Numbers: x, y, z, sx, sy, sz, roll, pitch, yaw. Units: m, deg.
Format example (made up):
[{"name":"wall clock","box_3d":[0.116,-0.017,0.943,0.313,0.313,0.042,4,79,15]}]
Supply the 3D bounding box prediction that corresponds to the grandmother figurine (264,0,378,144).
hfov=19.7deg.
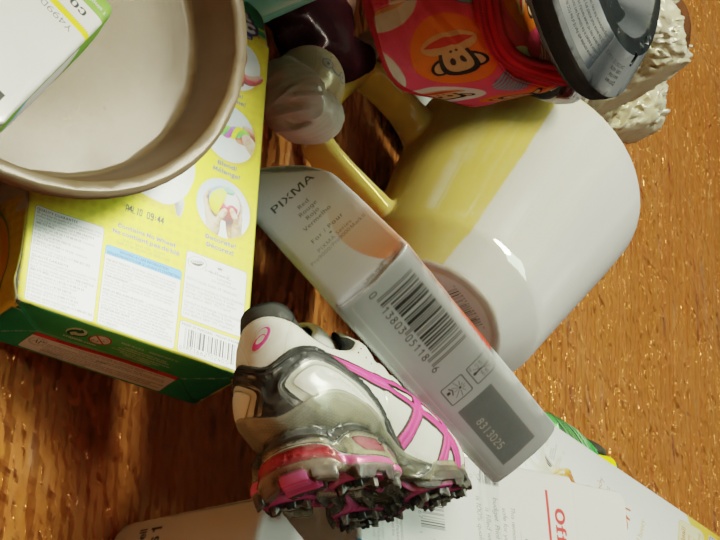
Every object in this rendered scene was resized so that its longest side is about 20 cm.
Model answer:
[{"name":"grandmother figurine","box_3d":[-0.026,-0.153,1.170,0.121,0.061,0.201,28,46,-27]}]

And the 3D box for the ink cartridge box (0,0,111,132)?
[{"name":"ink cartridge box","box_3d":[-0.196,-0.081,0.723,0.148,0.076,0.200,45,34,-11]}]

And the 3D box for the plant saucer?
[{"name":"plant saucer","box_3d":[-0.139,-0.120,0.884,0.200,0.029,0.201,17,60,-32]}]

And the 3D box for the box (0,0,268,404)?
[{"name":"box","box_3d":[-0.103,-0.052,0.929,0.117,0.048,0.201,21,59,-30]}]

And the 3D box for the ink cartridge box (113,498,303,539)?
[{"name":"ink cartridge box","box_3d":[-0.040,0.220,0.921,0.200,0.084,0.145,55,33,-34]}]

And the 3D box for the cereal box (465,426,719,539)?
[{"name":"cereal box","box_3d":[0.121,0.172,1.211,0.200,0.040,0.144,34,49,-18]}]

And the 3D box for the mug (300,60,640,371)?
[{"name":"mug","box_3d":[0.053,-0.019,1.211,0.153,0.186,0.150,-55,158,-47]}]

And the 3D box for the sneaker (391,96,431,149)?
[{"name":"sneaker","box_3d":[0.101,-0.089,1.324,0.201,0.115,0.076,49,36,-42]}]

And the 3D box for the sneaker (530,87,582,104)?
[{"name":"sneaker","box_3d":[0.055,-0.172,1.208,0.113,0.076,0.200,2,37,-29]}]

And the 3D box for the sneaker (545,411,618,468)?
[{"name":"sneaker","box_3d":[0.117,0.179,1.284,0.085,0.078,0.201,40,34,-40]}]

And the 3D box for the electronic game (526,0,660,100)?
[{"name":"electronic game","box_3d":[0.102,-0.180,0.973,0.200,0.041,0.201,-6,90,-69]}]

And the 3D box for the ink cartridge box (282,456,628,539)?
[{"name":"ink cartridge box","box_3d":[0.053,0.163,1.087,0.200,0.067,0.116,16,61,-38]}]

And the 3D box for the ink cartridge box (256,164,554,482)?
[{"name":"ink cartridge box","box_3d":[0.000,0.000,1.031,0.162,0.050,0.200,49,1,-42]}]

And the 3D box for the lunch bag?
[{"name":"lunch bag","box_3d":[0.055,-0.181,1.025,0.176,0.082,0.201,2,78,-67]}]

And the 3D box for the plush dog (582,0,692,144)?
[{"name":"plush dog","box_3d":[0.125,-0.172,1.431,0.200,0.160,0.172,85,-17,-75]}]

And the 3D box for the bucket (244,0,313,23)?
[{"name":"bucket","box_3d":[-0.068,-0.217,1.030,0.207,0.134,0.208,39,45,-53]}]

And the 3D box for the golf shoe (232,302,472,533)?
[{"name":"golf shoe","box_3d":[-0.001,0.067,0.934,0.200,0.072,0.092,38,36,-70]}]
